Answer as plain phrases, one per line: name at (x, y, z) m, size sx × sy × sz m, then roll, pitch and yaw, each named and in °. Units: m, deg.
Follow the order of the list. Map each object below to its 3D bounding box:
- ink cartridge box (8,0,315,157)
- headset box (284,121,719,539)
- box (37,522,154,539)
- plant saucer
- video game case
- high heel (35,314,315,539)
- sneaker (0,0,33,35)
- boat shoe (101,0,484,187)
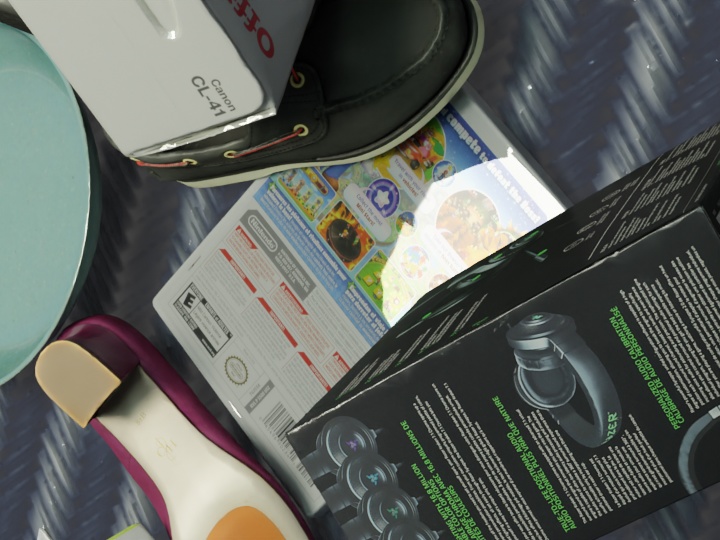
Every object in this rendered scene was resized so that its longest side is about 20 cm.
ink cartridge box at (-0.082, -0.173, 0.763) m, size 0.085 × 0.148 × 0.201 m, roll -15°, pitch 38°, yaw 29°
headset box at (0.086, 0.036, 0.691) m, size 0.199 × 0.174 × 0.093 m, roll -30°, pitch 95°, yaw 25°
box at (-0.087, 0.217, 0.841) m, size 0.200 × 0.047 × 0.122 m, roll 47°, pitch 142°, yaw 22°
plant saucer at (-0.199, -0.034, 0.931) m, size 0.199 × 0.036 × 0.202 m, roll -4°, pitch 84°, yaw 39°
video game case at (0.000, 0.000, 0.839) m, size 0.200 × 0.018 × 0.144 m, roll -47°, pitch 68°, yaw 21°
high heel at (-0.081, 0.102, 0.879) m, size 0.200 × 0.096 × 0.067 m, roll 40°, pitch 98°, yaw 2°
sneaker at (-0.137, -0.164, 0.826) m, size 0.067 × 0.201 × 0.109 m, roll 22°, pitch 95°, yaw -2°
boat shoe at (-0.035, -0.088, 0.818) m, size 0.200 × 0.063 × 0.074 m, roll -15°, pitch 69°, yaw 33°
